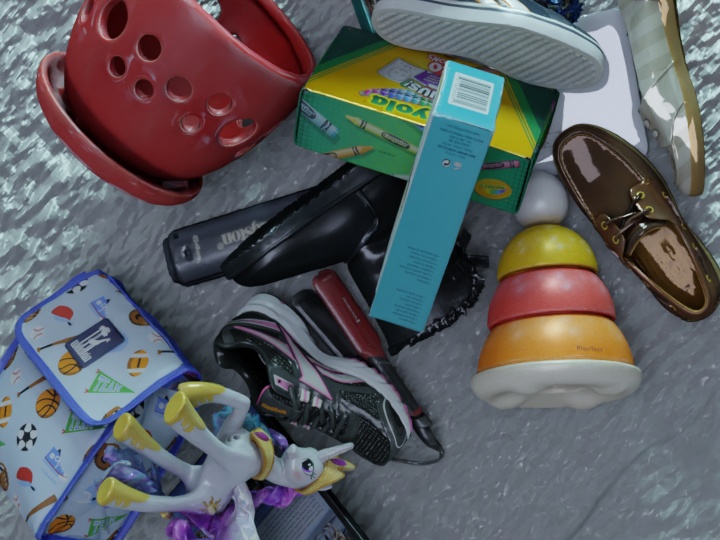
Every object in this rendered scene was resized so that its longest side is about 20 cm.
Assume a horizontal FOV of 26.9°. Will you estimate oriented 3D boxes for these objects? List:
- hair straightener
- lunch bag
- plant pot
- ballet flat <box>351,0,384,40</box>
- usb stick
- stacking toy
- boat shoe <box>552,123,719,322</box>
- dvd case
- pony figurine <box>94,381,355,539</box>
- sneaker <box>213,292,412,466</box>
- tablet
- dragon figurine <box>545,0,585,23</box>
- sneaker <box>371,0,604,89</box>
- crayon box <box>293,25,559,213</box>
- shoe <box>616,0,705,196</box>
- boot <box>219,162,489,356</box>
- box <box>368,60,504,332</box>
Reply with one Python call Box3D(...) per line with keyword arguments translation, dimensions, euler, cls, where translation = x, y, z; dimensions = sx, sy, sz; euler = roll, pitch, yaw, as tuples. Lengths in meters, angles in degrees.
Box3D(translation=(0.004, 0.097, 1.362), dimensions=(0.201, 0.041, 0.077), euler=(52, 129, -1), cls="hair straightener")
Box3D(translation=(-0.246, 0.121, 1.346), dimensions=(0.170, 0.123, 0.201), euler=(42, 100, 35), cls="lunch bag")
Box3D(translation=(-0.162, -0.168, 1.293), dimensions=(0.200, 0.200, 0.183), euler=(45, 109, 6), cls="plant pot")
Box3D(translation=(-0.001, -0.294, 1.318), dimensions=(0.075, 0.068, 0.202), euler=(-29, 94, -8), cls="ballet flat")
Box3D(translation=(-0.085, -0.035, 1.366), dimensions=(0.198, 0.033, 0.056), euler=(-16, 92, 14), cls="usb stick")
Box3D(translation=(0.163, 0.013, 1.285), dimensions=(0.144, 0.146, 0.203), euler=(-4, 75, 13), cls="stacking toy")
Box3D(translation=(0.237, -0.042, 1.270), dimensions=(0.072, 0.068, 0.201), euler=(-39, 89, 14), cls="boat shoe")
Box3D(translation=(-0.085, 0.232, 1.353), dimensions=(0.143, 0.017, 0.200), euler=(-49, 57, 12), cls="dvd case")
Box3D(translation=(-0.123, 0.186, 1.272), dimensions=(0.199, 0.167, 0.193), euler=(27, 114, -34), cls="pony figurine")
Box3D(translation=(-0.051, 0.111, 1.321), dimensions=(0.199, 0.086, 0.081), euler=(35, 128, 18), cls="sneaker")
Box3D(translation=(0.144, -0.146, 1.316), dimensions=(0.198, 0.014, 0.132), euler=(-10, 92, 13), cls="tablet")
Box3D(translation=(0.187, -0.282, 1.232), dimensions=(0.058, 0.201, 0.100), euler=(27, 62, 7), cls="dragon figurine")
Box3D(translation=(0.114, -0.216, 1.257), dimensions=(0.198, 0.079, 0.080), euler=(17, 63, 6), cls="sneaker")
Box3D(translation=(0.056, -0.129, 1.260), dimensions=(0.198, 0.119, 0.059), euler=(18, 129, 8), cls="crayon box")
Box3D(translation=(0.252, -0.159, 1.264), dimensions=(0.053, 0.070, 0.203), euler=(-10, 84, 11), cls="shoe")
Box3D(translation=(-0.001, 0.000, 1.304), dimensions=(0.197, 0.073, 0.163), euler=(-35, 101, -2), cls="boot")
Box3D(translation=(0.058, -0.055, 1.179), dimensions=(0.049, 0.083, 0.201), euler=(17, 128, 0), cls="box")
